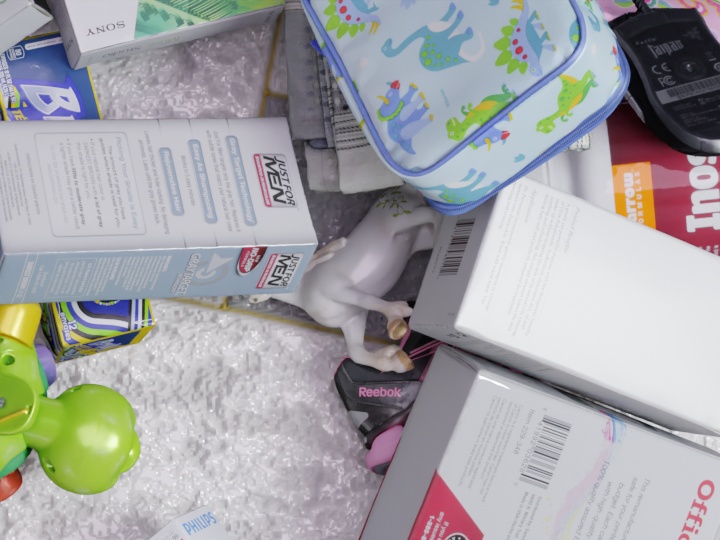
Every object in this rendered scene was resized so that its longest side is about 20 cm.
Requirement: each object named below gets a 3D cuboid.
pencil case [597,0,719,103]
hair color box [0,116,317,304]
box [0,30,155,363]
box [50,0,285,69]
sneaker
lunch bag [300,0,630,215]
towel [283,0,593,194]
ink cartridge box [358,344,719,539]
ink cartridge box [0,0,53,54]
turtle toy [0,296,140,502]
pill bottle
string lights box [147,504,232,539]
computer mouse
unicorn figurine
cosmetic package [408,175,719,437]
[{"bbox_3d":[0.188,-0.151,1.740,0.198,0.087,0.088,6,78,-9],"label":"pencil case"},{"bbox_3d":[-0.135,-0.038,1.591,0.198,0.061,0.100,-2,58,-21],"label":"hair color box"},{"bbox_3d":[-0.190,-0.048,1.661,0.064,0.070,0.201,-14,82,-16],"label":"box"},{"bbox_3d":[-0.145,-0.242,1.664,0.143,0.036,0.201,-16,83,-19],"label":"box"},{"bbox_3d":[0.069,0.047,1.692,0.199,0.079,0.096,-31,74,-15],"label":"sneaker"},{"bbox_3d":[0.057,-0.145,1.552,0.160,0.082,0.201,-37,55,14],"label":"lunch bag"},{"bbox_3d":[0.041,-0.153,1.638,0.199,0.034,0.194,-10,83,22],"label":"towel"},{"bbox_3d":[0.118,0.151,1.629,0.199,0.086,0.149,22,93,-22],"label":"ink cartridge box"},{"bbox_3d":[-0.296,-0.149,1.646,0.199,0.037,0.095,-31,66,12],"label":"ink cartridge box"},{"bbox_3d":[-0.233,0.088,1.601,0.199,0.101,0.147,12,76,23],"label":"turtle toy"},{"bbox_3d":[0.201,-0.057,1.697,0.198,0.113,0.114,-7,80,4],"label":"pill bottle"},{"bbox_3d":[-0.084,0.258,1.602,0.103,0.059,0.200,-39,83,17],"label":"string lights box"},{"bbox_3d":[0.218,-0.142,1.665,0.140,0.046,0.200,-19,52,-21],"label":"computer mouse"},{"bbox_3d":[0.000,0.000,1.671,0.199,0.074,0.137,-34,45,-22],"label":"unicorn figurine"},{"bbox_3d":[0.145,0.022,1.604,0.199,0.085,0.108,23,81,-19],"label":"cosmetic package"}]
